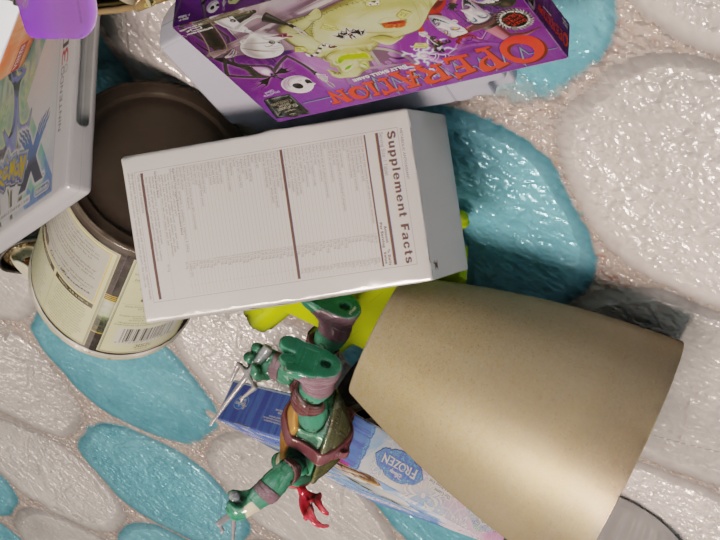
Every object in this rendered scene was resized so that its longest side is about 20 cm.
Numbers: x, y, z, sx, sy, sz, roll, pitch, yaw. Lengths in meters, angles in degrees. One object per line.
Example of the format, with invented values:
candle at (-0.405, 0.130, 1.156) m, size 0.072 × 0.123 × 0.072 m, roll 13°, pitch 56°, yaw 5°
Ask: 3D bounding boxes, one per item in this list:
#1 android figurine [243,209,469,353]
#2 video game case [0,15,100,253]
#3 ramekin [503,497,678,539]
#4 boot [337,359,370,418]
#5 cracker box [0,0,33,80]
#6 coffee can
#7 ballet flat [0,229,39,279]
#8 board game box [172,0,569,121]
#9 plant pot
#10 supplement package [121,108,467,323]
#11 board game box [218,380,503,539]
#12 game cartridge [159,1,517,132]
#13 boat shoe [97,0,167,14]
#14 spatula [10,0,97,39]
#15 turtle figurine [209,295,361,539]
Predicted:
android figurine at (0.000, 0.000, 1.173) m, size 0.181 × 0.041 × 0.200 m, roll 25°, pitch 138°, yaw -23°
video game case at (-0.243, -0.118, 1.155) m, size 0.022 × 0.184 × 0.199 m, roll 11°, pitch 161°, yaw -31°
ramekin at (0.196, 0.276, 1.368) m, size 0.199 × 0.105 × 0.201 m, roll 22°, pitch 146°, yaw 15°
boot at (0.074, 0.120, 1.298) m, size 0.150 × 0.073 × 0.200 m, roll 41°, pitch 144°, yaw -16°
cracker box at (-0.309, -0.240, 1.098) m, size 0.199 × 0.058 × 0.134 m, roll 32°, pitch 121°, yaw 1°
coffee can at (-0.177, -0.034, 1.226) m, size 0.146 × 0.147 × 0.200 m, roll 33°, pitch 149°, yaw -2°
ballet flat at (-0.247, -0.005, 1.402) m, size 0.199 × 0.069 × 0.068 m, roll 8°, pitch 140°, yaw 33°
board game box at (0.006, -0.141, 0.898) m, size 0.198 × 0.033 × 0.120 m, roll -10°, pitch 156°, yaw 29°
plant pot at (0.099, 0.090, 1.114) m, size 0.199 × 0.188 × 0.188 m, roll 27°, pitch 148°, yaw 6°
supplement package at (-0.041, -0.036, 1.042) m, size 0.198 × 0.109 × 0.115 m, roll -8°, pitch 92°, yaw 16°
board game box at (0.002, 0.165, 1.355) m, size 0.198 × 0.044 × 0.199 m, roll 31°, pitch 167°, yaw -28°
game cartridge at (-0.016, -0.142, 0.971) m, size 0.198 × 0.041 × 0.133 m, roll -6°, pitch 156°, yaw 23°
boat shoe at (-0.135, -0.193, 0.972) m, size 0.199 × 0.067 × 0.074 m, roll -6°, pitch 132°, yaw 47°
spatula at (-0.236, -0.181, 1.017) m, size 0.199 × 0.020 × 0.057 m, roll 12°, pitch 116°, yaw 45°
turtle figurine at (-0.052, 0.111, 1.180) m, size 0.100 × 0.151 × 0.201 m, roll 8°, pitch 133°, yaw -14°
